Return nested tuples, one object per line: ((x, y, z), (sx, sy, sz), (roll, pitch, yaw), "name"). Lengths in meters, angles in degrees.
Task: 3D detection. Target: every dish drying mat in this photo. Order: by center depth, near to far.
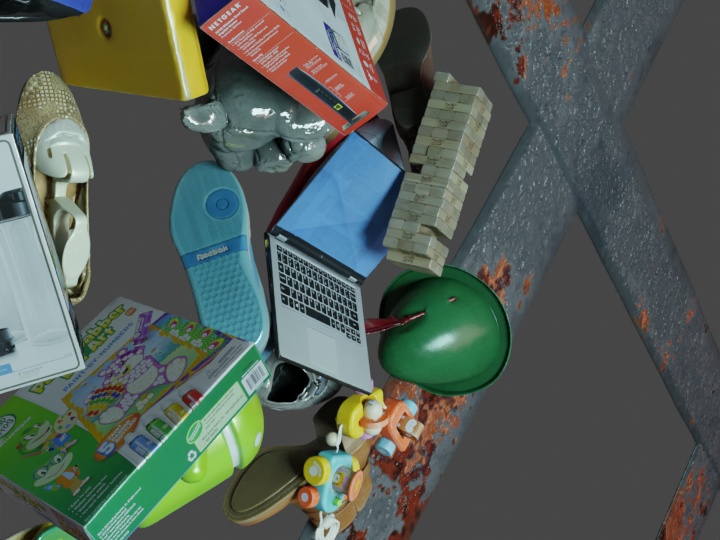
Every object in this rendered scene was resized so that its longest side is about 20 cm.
((-0.040, -0.106, 1.138), (0.202, 0.018, 0.077), (-62, 142, -18), "dish drying mat")

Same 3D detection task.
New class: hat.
((0.050, 0.097, 1.168), (0.176, 0.198, 0.168), (-32, 109, -56), "hat")

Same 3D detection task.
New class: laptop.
((0.000, 0.000, 1.050), (0.187, 0.115, 0.203), (30, 47, -56), "laptop")

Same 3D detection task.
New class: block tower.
((0.082, -0.100, 1.076), (0.054, 0.057, 0.203), (30, 75, -62), "block tower")

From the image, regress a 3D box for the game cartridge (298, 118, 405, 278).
((-0.012, -0.069, 1.147), (0.201, 0.040, 0.134), (-53, 140, -30), "game cartridge")

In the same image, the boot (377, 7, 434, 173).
((0.070, -0.175, 1.212), (0.201, 0.063, 0.189), (64, 23, -57), "boot")

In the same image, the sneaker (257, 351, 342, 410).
((-0.072, 0.124, 1.111), (0.199, 0.081, 0.076), (5, 97, -56), "sneaker")

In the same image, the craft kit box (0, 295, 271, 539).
((-0.207, 0.119, 0.870), (0.200, 0.196, 0.049), (-48, 129, -30), "craft kit box")

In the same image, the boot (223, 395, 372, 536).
((-0.059, 0.256, 1.180), (0.199, 0.073, 0.156), (-35, 136, -25), "boot")

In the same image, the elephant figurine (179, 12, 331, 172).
((-0.100, -0.203, 0.971), (0.139, 0.155, 0.203), (-4, 75, -8), "elephant figurine")

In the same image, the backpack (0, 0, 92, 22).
((-0.285, -0.251, 0.681), (0.163, 0.197, 0.171), (-113, -153, -85), "backpack")

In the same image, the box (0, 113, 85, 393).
((-0.295, -0.006, 0.800), (0.115, 0.060, 0.203), (-14, 115, -12), "box")

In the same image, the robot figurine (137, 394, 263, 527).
((-0.176, 0.157, 0.958), (0.198, 0.176, 0.117), (-28, 81, -24), "robot figurine")

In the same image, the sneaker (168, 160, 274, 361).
((-0.133, 0.004, 1.015), (0.131, 0.078, 0.203), (84, -5, -71), "sneaker")

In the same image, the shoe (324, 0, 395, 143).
((-0.019, -0.231, 1.086), (0.053, 0.069, 0.202), (29, 80, -57), "shoe")

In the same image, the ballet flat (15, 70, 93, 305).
((-0.249, -0.064, 0.870), (0.070, 0.065, 0.203), (-14, 111, -47), "ballet flat")

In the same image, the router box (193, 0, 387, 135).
((-0.069, -0.233, 0.847), (0.179, 0.049, 0.202), (30, 36, -48), "router box")

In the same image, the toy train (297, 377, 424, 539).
((0.011, 0.207, 1.148), (0.201, 0.055, 0.151), (-54, 140, -30), "toy train")

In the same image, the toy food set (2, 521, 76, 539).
((-0.297, 0.327, 0.936), (0.201, 0.048, 0.199), (-55, 135, -23), "toy food set")

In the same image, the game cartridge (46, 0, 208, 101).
((-0.196, -0.238, 0.797), (0.032, 0.175, 0.203), (-28, 121, -40), "game cartridge")
